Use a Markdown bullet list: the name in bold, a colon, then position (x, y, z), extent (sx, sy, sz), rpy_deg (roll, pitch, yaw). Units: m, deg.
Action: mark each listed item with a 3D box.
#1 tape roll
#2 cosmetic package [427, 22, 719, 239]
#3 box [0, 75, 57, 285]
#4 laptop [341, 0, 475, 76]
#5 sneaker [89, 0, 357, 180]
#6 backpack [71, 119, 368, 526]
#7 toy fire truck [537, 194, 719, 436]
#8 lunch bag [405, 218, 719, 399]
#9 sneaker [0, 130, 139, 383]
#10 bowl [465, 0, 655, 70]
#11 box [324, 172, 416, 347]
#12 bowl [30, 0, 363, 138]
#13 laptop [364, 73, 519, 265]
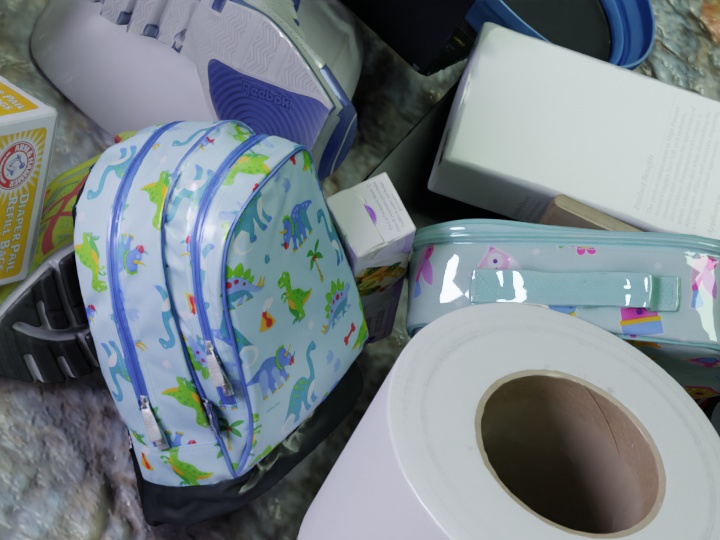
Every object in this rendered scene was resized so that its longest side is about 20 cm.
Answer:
- **tape roll**: position (0.081, 0.136, 1.269), extent (0.202, 0.139, 0.203), rpy_deg (15, 45, -16)
- **cosmetic package**: position (0.153, -0.074, 1.546), extent (0.199, 0.074, 0.102), rpy_deg (19, 73, -2)
- **box**: position (-0.267, -0.043, 1.225), extent (0.112, 0.102, 0.199), rpy_deg (32, 31, 32)
- **laptop**: position (0.015, -0.220, 1.541), extent (0.177, 0.103, 0.200), rpy_deg (44, 21, 5)
- **sneaker**: position (-0.060, -0.144, 1.402), extent (0.199, 0.081, 0.115), rpy_deg (45, 35, 19)
- **backpack**: position (-0.075, 0.014, 1.297), extent (0.163, 0.153, 0.201), rpy_deg (-41, 112, -42)
- **toy fire truck**: position (0.181, 0.058, 1.521), extent (0.128, 0.176, 0.201), rpy_deg (-3, 59, -42)
- **lunch bag**: position (0.129, 0.020, 1.378), extent (0.160, 0.199, 0.078), rpy_deg (54, 39, -70)
- **sneaker**: position (-0.156, -0.011, 1.362), extent (0.200, 0.090, 0.078), rpy_deg (-45, 137, -35)
- **bowl**: position (0.130, -0.218, 1.780), extent (0.200, 0.039, 0.201), rpy_deg (27, 41, -26)
- **box**: position (0.000, 0.000, 1.398), extent (0.039, 0.200, 0.042), rpy_deg (-24, 76, -11)
- **bowl**: position (-0.087, -0.146, 1.517), extent (0.199, 0.075, 0.200), rpy_deg (40, 40, -12)
- **laptop**: position (0.100, -0.040, 1.638), extent (0.177, 0.103, 0.200), rpy_deg (46, 15, -5)
